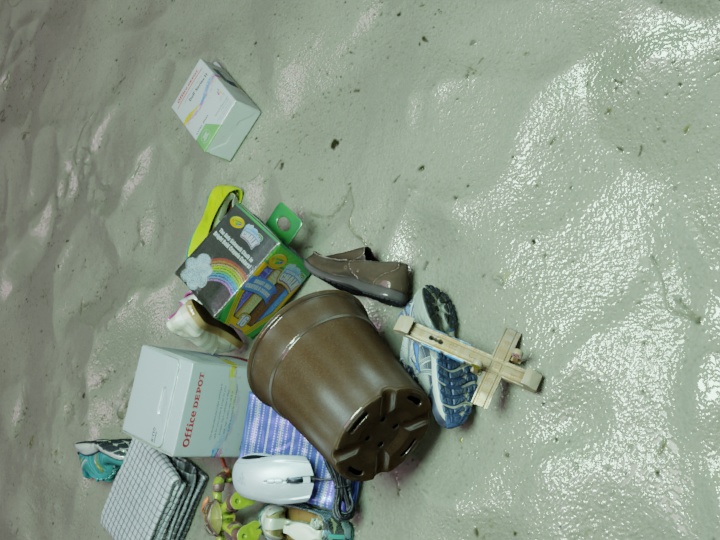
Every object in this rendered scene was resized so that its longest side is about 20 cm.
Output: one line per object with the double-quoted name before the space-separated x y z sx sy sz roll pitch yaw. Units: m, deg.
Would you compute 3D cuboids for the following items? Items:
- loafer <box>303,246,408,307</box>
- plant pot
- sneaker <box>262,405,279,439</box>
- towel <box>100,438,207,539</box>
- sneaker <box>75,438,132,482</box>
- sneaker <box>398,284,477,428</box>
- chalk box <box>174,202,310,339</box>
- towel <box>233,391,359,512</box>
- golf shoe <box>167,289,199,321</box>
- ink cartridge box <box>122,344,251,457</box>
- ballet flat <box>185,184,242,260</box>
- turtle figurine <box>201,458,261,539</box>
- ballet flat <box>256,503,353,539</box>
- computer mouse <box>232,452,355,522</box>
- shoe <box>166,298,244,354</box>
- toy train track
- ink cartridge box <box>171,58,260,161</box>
"loafer" 0.000 0.000 1.261 0.199 0.073 0.071 17 81 37
"plant pot" -0.022 0.162 1.124 0.198 0.200 0.201 44 109 44
"sneaker" -0.097 0.190 1.295 0.081 0.075 0.201 6 84 33
"towel" -0.363 0.399 1.467 0.165 0.085 0.201 31 102 43
"sneaker" -0.474 0.361 1.587 0.199 0.077 0.080 -14 80 48
"sneaker" 0.098 0.125 1.146 0.085 0.077 0.201 -37 50 40
"chalk box" -0.170 -0.015 1.344 0.200 0.124 0.125 -47 59 -1
"towel" -0.090 0.271 1.243 0.199 0.024 0.146 10 91 19
"golf shoe" -0.256 0.049 1.451 0.200 0.091 0.075 -51 51 18
"ink cartridge box" -0.245 0.208 1.328 0.144 0.200 0.146 10 86 42
"ballet flat" -0.252 -0.070 1.469 0.067 0.067 0.201 -4 55 24
"turtle figurine" -0.216 0.380 1.326 0.161 0.064 0.201 -28 57 55
"ballet flat" -0.103 0.380 1.253 0.199 0.074 0.075 -8 74 40
"computer mouse" -0.105 0.306 1.214 0.199 0.044 0.110 -6 85 20
"shoe" -0.246 0.095 1.336 0.053 0.200 0.070 -38 67 1
"toy train track" 0.136 0.102 1.074 0.199 0.033 0.115 22 66 16
"ink cartridge box" -0.282 -0.313 1.574 0.117 0.067 0.200 -54 51 18
